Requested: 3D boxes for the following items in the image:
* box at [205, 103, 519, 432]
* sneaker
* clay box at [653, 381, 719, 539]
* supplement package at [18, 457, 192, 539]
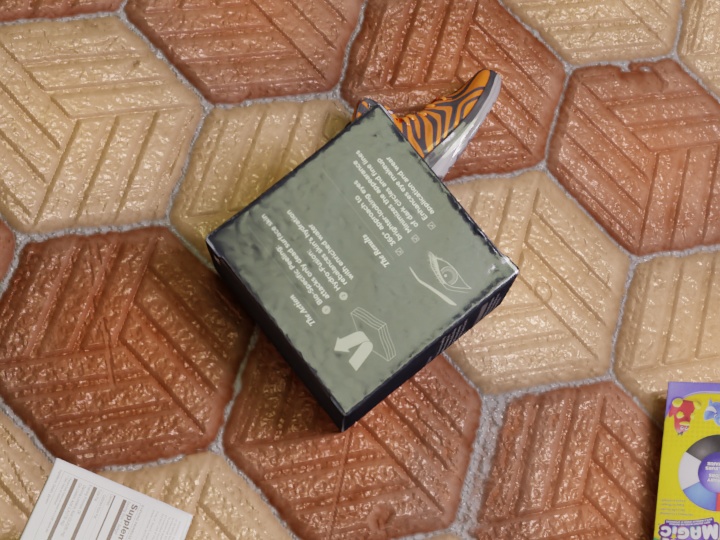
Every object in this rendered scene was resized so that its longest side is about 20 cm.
[{"bbox_3d":[0.000,0.000,1.271,0.199,0.118,0.197,-38,80,-9],"label":"box"},{"bbox_3d":[0.053,-0.146,1.399,0.112,0.078,0.201,37,62,1],"label":"sneaker"},{"bbox_3d":[0.332,0.203,1.314,0.113,0.048,0.202,-1,60,22],"label":"clay box"},{"bbox_3d":[-0.214,0.257,1.075,0.110,0.200,0.157,23,62,-5],"label":"supplement package"}]
